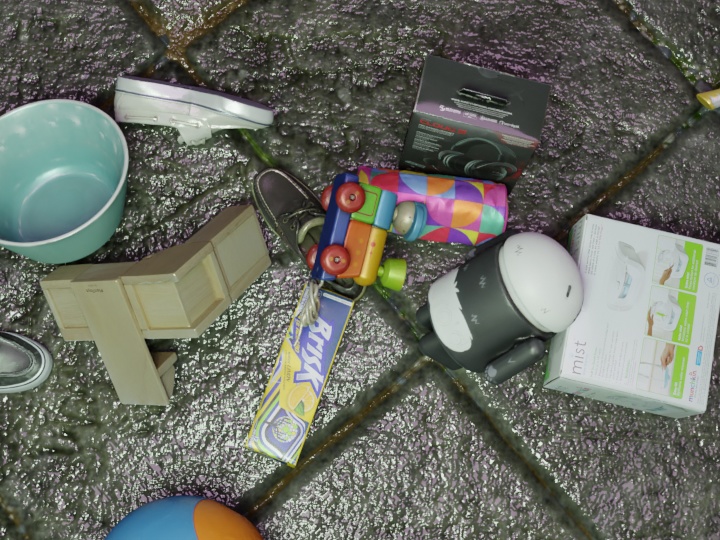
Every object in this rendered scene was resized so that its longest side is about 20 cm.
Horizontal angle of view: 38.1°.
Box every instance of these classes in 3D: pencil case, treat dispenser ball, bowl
[{"bbox_3d":[0.079,-0.076,1.265,0.198,0.088,0.089,7,76,1],"label":"pencil case"},{"bbox_3d":[-0.186,0.338,1.087,0.199,0.201,0.203,1,76,-3],"label":"treat dispenser ball"},{"bbox_3d":[-0.356,-0.089,1.216,0.198,0.105,0.203,-2,61,3],"label":"bowl"}]

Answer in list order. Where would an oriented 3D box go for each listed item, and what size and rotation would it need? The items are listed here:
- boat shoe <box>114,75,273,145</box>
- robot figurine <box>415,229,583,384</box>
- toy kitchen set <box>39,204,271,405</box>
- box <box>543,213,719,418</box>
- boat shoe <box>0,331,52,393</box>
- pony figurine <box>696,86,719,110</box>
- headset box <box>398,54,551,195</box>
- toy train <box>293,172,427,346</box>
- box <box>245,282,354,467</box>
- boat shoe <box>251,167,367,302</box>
[{"bbox_3d":[-0.208,-0.189,1.289,0.198,0.071,0.071,10,103,-4],"label":"boat shoe"},{"bbox_3d":[0.158,0.040,1.186,0.199,0.124,0.151,-33,83,31],"label":"robot figurine"},{"bbox_3d":[-0.226,0.041,1.234,0.198,0.181,0.165,-3,117,29],"label":"toy kitchen set"},{"bbox_3d":[0.324,0.056,1.235,0.175,0.097,0.202,12,76,0],"label":"box"},{"bbox_3d":[-0.458,0.091,1.200,0.197,0.068,0.074,16,76,1],"label":"boat shoe"},{"bbox_3d":[0.553,-0.227,1.302,0.200,0.166,0.193,-44,74,4],"label":"pony figurine"},{"bbox_3d":[0.131,-0.170,1.227,0.147,0.200,0.078,14,75,0],"label":"headset box"},{"bbox_3d":[0.000,0.000,1.185,0.115,0.085,0.202,14,88,-16],"label":"toy train"},{"bbox_3d":[-0.070,0.122,1.212,0.064,0.070,0.202,19,76,0],"label":"box"},{"bbox_3d":[-0.059,-0.050,1.257,0.073,0.065,0.200,-39,82,-12],"label":"boat shoe"}]
